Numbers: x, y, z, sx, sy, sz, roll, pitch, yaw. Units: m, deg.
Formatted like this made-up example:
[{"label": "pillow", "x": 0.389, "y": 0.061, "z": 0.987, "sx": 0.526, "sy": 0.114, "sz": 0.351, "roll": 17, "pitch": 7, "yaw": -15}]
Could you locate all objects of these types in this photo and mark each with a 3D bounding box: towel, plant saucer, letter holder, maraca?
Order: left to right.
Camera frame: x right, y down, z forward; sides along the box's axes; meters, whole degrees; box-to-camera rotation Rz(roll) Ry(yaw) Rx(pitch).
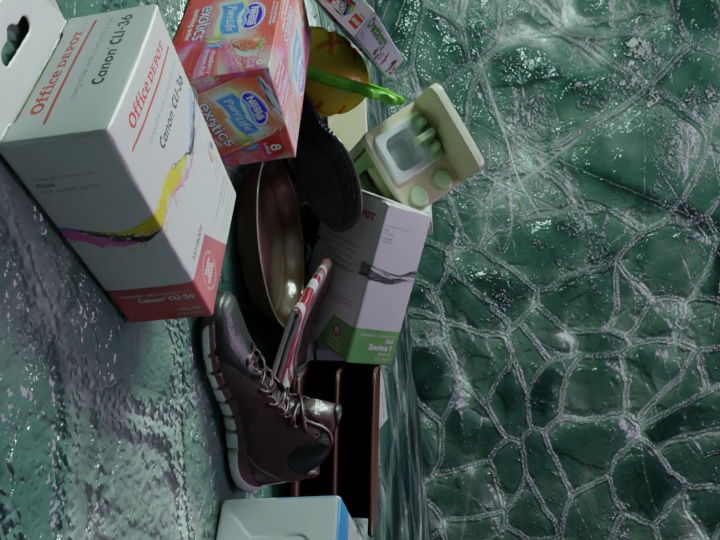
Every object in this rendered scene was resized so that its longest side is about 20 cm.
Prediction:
[{"label": "plant saucer", "x": -0.105, "y": -0.032, "z": 0.762, "sx": 0.200, "sy": 0.033, "sz": 0.207, "roll": -5, "pitch": 90, "yaw": -83}, {"label": "towel", "x": -0.071, "y": 0.078, "z": 0.754, "sx": 0.200, "sy": 0.022, "sz": 0.148, "roll": -69, "pitch": 177, "yaw": -74}, {"label": "maraca", "x": -0.036, "y": -0.254, "z": 0.855, "sx": 0.137, "sy": 0.195, "sz": 0.110, "roll": -43, "pitch": 153, "yaw": -66}, {"label": "letter holder", "x": -0.029, "y": 0.223, "z": 0.798, "sx": 0.142, "sy": 0.097, "sz": 0.207, "roll": 0, "pitch": 92, "yaw": -85}]

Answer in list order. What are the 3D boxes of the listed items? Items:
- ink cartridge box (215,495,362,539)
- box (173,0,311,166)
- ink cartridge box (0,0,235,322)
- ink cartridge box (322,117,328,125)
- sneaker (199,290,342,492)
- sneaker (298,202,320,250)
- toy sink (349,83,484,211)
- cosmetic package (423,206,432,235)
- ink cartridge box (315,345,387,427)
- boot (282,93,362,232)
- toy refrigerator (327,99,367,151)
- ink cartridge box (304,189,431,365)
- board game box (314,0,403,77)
[{"label": "ink cartridge box", "x": -0.055, "y": 0.291, "z": 0.632, "sx": 0.203, "sy": 0.112, "sz": 0.068, "roll": 74, "pitch": 13, "yaw": -49}, {"label": "box", "x": -0.108, "y": -0.202, "z": 0.616, "sx": 0.096, "sy": 0.099, "sz": 0.204, "roll": 74, "pitch": 13, "yaw": -49}, {"label": "ink cartridge box", "x": -0.144, "y": -0.075, "z": 0.404, "sx": 0.202, "sy": 0.065, "sz": 0.119, "roll": 75, "pitch": 13, "yaw": -51}, {"label": "ink cartridge box", "x": -0.077, "y": -0.217, "z": 1.033, "sx": 0.200, "sy": 0.039, "sz": 0.206, "roll": 51, "pitch": 36, "yaw": -77}, {"label": "sneaker", "x": -0.075, "y": 0.110, "z": 0.604, "sx": 0.076, "sy": 0.112, "sz": 0.206, "roll": -75, "pitch": 159, "yaw": -66}, {"label": "sneaker", "x": -0.020, "y": -0.024, "z": 0.993, "sx": 0.201, "sy": 0.076, "sz": 0.114, "roll": 52, "pitch": 16, "yaw": -4}, {"label": "toy sink", "x": 0.062, "y": -0.147, "z": 0.923, "sx": 0.132, "sy": 0.111, "sz": 0.199, "roll": 57, "pitch": -22, "yaw": -4}, {"label": "cosmetic package", "x": 0.028, "y": -0.113, "z": 1.148, "sx": 0.075, "sy": 0.193, "sz": 0.104, "roll": 69, "pitch": 18, "yaw": -58}, {"label": "ink cartridge box", "x": -0.011, "y": 0.194, "z": 1.086, "sx": 0.200, "sy": 0.085, "sz": 0.150, "roll": 29, "pitch": 55, "yaw": -81}, {"label": "boot", "x": -0.059, "y": -0.133, "z": 0.819, "sx": 0.203, "sy": 0.072, "sz": 0.151, "roll": 57, "pitch": -4, "yaw": 5}, {"label": "toy refrigerator", "x": -0.022, "y": -0.213, "z": 1.057, "sx": 0.076, "sy": 0.068, "sz": 0.207, "roll": 19, "pitch": 69, "yaw": -87}, {"label": "ink cartridge box", "x": 0.000, "y": 0.000, "z": 0.856, "sx": 0.145, "sy": 0.083, "sz": 0.206, "roll": 28, "pitch": -75, "yaw": 53}, {"label": "board game box", "x": -0.017, "y": -0.298, "z": 0.749, "sx": 0.126, "sy": 0.035, "sz": 0.200, "roll": 47, "pitch": 12, "yaw": 5}]
